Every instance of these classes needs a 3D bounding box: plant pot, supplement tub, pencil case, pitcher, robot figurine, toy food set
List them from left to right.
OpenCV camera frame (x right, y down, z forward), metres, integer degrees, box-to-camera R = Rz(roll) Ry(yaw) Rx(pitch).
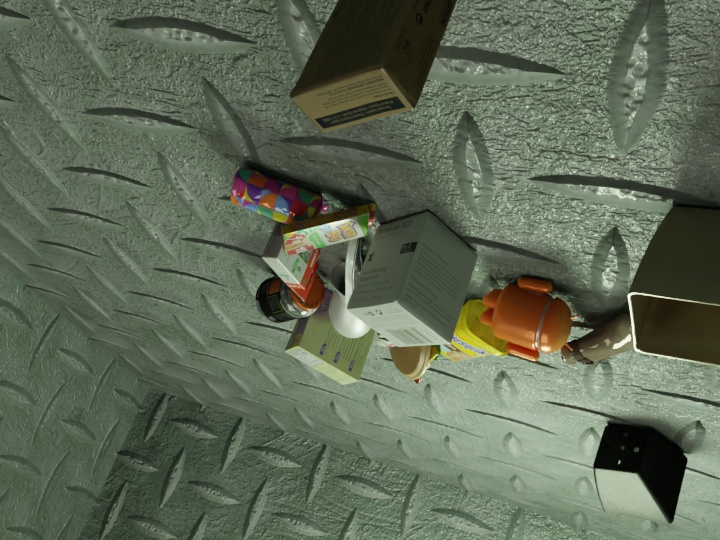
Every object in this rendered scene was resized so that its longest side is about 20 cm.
[{"bbox_3d":[-0.169,-0.145,1.499,0.195,0.090,0.089,22,156,2],"label":"pencil case"},{"bbox_3d":[-0.179,0.065,1.873,0.121,0.125,0.198,34,154,-25],"label":"supplement tub"},{"bbox_3d":[0.001,0.091,1.768,0.169,0.122,0.202,31,151,19],"label":"pitcher"},{"bbox_3d":[0.123,0.170,1.778,0.047,0.203,0.200,-4,154,-26],"label":"toy food set"},{"bbox_3d":[0.347,0.100,1.494,0.196,0.147,0.117,17,166,28],"label":"robot figurine"},{"bbox_3d":[0.735,0.528,1.960,0.197,0.202,0.178,-7,131,47],"label":"plant pot"},{"bbox_3d":[0.532,0.019,1.115,0.195,0.181,0.201,8,153,29],"label":"plant pot"}]

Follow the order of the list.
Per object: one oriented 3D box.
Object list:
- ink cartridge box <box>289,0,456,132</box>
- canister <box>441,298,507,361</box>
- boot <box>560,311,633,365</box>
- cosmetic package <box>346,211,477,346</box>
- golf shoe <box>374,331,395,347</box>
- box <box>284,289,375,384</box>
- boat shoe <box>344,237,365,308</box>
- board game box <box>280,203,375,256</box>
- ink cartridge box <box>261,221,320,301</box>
[{"bbox_3d":[0.020,-0.285,0.918,0.162,0.204,0.075,-4,145,45],"label":"ink cartridge box"},{"bbox_3d":[0.251,0.148,1.721,0.147,0.088,0.199,32,155,-17],"label":"canister"},{"bbox_3d":[0.480,0.149,1.486,0.142,0.072,0.201,-16,155,7],"label":"boot"},{"bbox_3d":[0.105,0.023,1.456,0.164,0.204,0.163,35,152,-29],"label":"cosmetic package"},{"bbox_3d":[0.070,0.139,1.725,0.090,0.075,0.199,-2,165,-25],"label":"golf shoe"},{"bbox_3d":[-0.075,0.176,1.940,0.197,0.179,0.096,31,153,-20],"label":"box"},{"bbox_3d":[0.000,0.000,1.610,0.066,0.072,0.205,3,122,2],"label":"boat shoe"},{"bbox_3d":[-0.062,-0.083,1.470,0.195,0.031,0.096,-17,157,-11],"label":"board game box"},{"bbox_3d":[-0.143,-0.022,1.686,0.049,0.111,0.201,5,150,32],"label":"ink cartridge box"}]
